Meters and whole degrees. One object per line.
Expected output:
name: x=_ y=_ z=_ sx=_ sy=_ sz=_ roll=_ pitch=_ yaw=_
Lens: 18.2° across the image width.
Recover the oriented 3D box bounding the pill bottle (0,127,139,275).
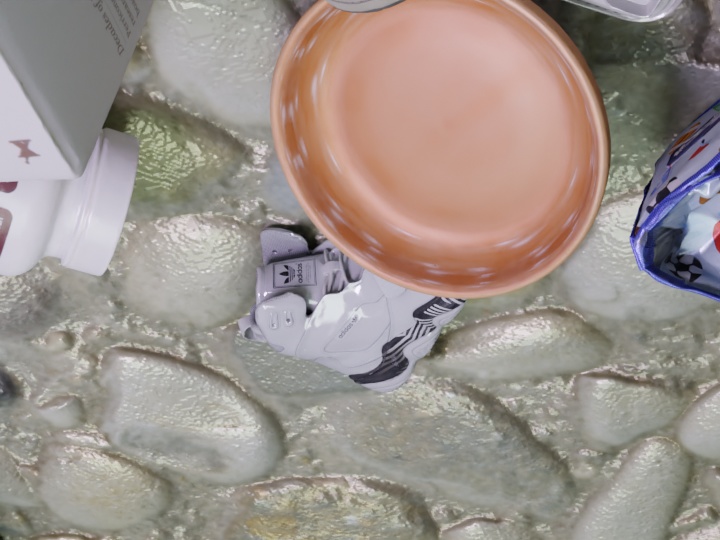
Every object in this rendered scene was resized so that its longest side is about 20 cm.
pill bottle: x=-0.235 y=-0.061 z=1.295 sx=0.199 sy=0.113 sz=0.113 roll=15 pitch=137 yaw=-13

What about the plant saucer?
plant saucer: x=0.047 y=-0.080 z=1.259 sx=0.200 sy=0.037 sz=0.201 roll=11 pitch=120 yaw=19

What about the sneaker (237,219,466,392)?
sneaker: x=0.000 y=0.000 z=1.377 sx=0.115 sy=0.075 sz=0.200 roll=13 pitch=141 yaw=-15

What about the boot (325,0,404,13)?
boot: x=-0.044 y=-0.205 z=1.090 sx=0.074 sy=0.203 sz=0.154 roll=-51 pitch=121 yaw=-8

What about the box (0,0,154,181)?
box: x=-0.234 y=-0.164 z=1.112 sx=0.198 sy=0.172 sz=0.200 roll=-1 pitch=141 yaw=24

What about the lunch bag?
lunch bag: x=0.250 y=-0.049 z=1.222 sx=0.199 sy=0.170 sz=0.124 roll=-9 pitch=104 yaw=15

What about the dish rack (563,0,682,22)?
dish rack: x=0.110 y=-0.205 z=1.166 sx=0.199 sy=0.044 sz=0.172 roll=17 pitch=137 yaw=-13
